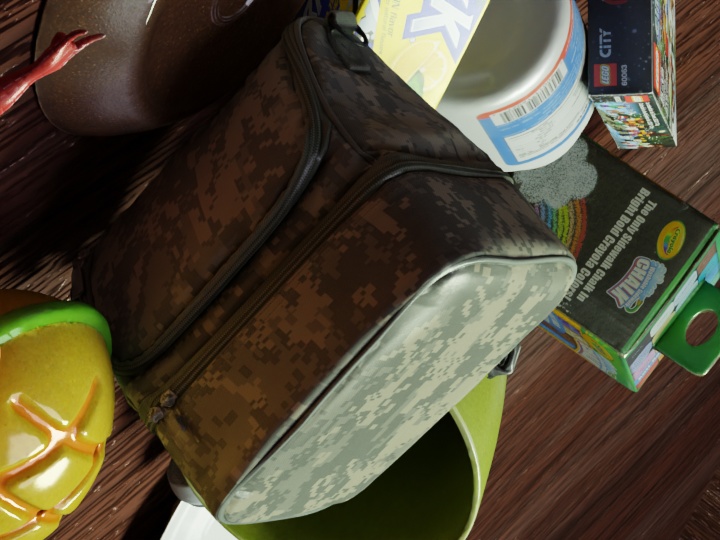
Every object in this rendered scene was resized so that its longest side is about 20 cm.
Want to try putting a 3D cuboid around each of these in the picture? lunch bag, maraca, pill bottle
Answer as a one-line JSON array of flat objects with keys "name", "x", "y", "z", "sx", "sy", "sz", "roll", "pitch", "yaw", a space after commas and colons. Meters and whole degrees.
[{"name": "lunch bag", "x": -0.030, "y": 0.000, "z": 1.058, "sx": 0.200, "sy": 0.168, "sz": 0.139, "roll": -47, "pitch": 155, "yaw": 24}, {"name": "maraca", "x": -0.180, "y": 0.088, "z": 1.020, "sx": 0.137, "sy": 0.107, "sz": 0.200, "roll": -10, "pitch": 141, "yaw": -47}, {"name": "pill bottle", "x": 0.077, "y": -0.119, "z": 1.296, "sx": 0.112, "sy": 0.112, "sz": 0.200, "roll": -53, "pitch": 164, "yaw": -2}]

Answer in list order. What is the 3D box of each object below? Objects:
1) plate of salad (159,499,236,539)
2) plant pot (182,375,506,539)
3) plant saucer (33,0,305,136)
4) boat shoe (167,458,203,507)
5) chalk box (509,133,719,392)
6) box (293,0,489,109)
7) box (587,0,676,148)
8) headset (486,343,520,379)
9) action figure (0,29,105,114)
[{"name": "plate of salad", "x": -0.089, "y": 0.167, "z": 1.523, "sx": 0.200, "sy": 0.048, "sz": 0.200, "roll": -44, "pitch": 151, "yaw": -33}, {"name": "plant pot", "x": 0.012, "y": 0.049, "z": 1.330, "sx": 0.200, "sy": 0.187, "sz": 0.187, "roll": -56, "pitch": 171, "yaw": -51}, {"name": "plant saucer", "x": -0.065, "y": -0.136, "z": 1.014, "sx": 0.200, "sy": 0.037, "sz": 0.200, "roll": -46, "pitch": 162, "yaw": -21}, {"name": "boat shoe", "x": -0.038, "y": 0.092, "z": 1.433, "sx": 0.200, "sy": 0.074, "sz": 0.067, "roll": -44, "pitch": 124, "yaw": -30}, {"name": "chalk box", "x": 0.192, "y": 0.002, "z": 1.686, "sx": 0.125, "sy": 0.200, "sz": 0.124, "roll": -52, "pitch": 163, "yaw": -5}, {"name": "box", "x": 0.021, "y": -0.145, "z": 1.134, "sx": 0.070, "sy": 0.064, "sz": 0.200, "roll": 8, "pitch": 125, "yaw": -28}, {"name": "box", "x": 0.160, "y": -0.183, "z": 1.329, "sx": 0.137, "sy": 0.038, "sz": 0.200, "roll": 35, "pitch": 54, "yaw": -74}, {"name": "headset", "x": 0.000, "y": 0.000, "z": 1.172, "sx": 0.123, "sy": 0.200, "sz": 0.094, "roll": 6, "pitch": 90, "yaw": -54}, {"name": "action figure", "x": -0.166, "y": -0.084, "z": 0.775, "sx": 0.099, "sy": 0.065, "sz": 0.200, "roll": -39, "pitch": 166, "yaw": 10}]
